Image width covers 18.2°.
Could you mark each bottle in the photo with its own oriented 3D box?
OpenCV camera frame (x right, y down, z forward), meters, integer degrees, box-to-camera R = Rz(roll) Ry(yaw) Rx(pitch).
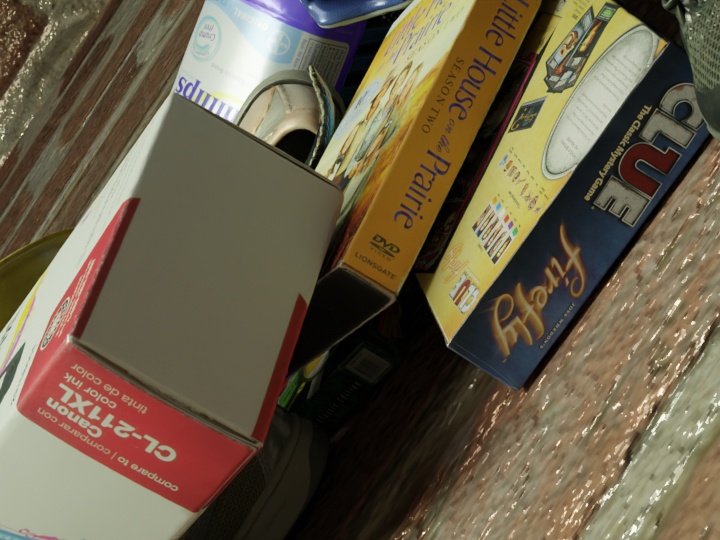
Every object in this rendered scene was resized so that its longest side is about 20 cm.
[{"bbox_3d":[-0.065,-0.064,1.160,0.084,0.065,0.200,32,106,35],"label":"bottle"}]

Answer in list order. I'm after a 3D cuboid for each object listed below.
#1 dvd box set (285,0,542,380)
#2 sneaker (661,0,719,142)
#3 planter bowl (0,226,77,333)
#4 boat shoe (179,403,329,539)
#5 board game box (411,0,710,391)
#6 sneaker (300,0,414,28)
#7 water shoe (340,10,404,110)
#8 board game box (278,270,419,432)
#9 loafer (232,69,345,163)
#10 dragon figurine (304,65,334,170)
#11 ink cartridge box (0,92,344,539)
[{"bbox_3d":[0.014,-0.052,0.954,0.200,0.029,0.146,-63,13,-27],"label":"dvd box set"},{"bbox_3d":[0.111,-0.118,0.759,0.076,0.114,0.199,-49,18,35],"label":"sneaker"},{"bbox_3d":[-0.176,0.078,1.115,0.200,0.083,0.200,-45,-9,-9],"label":"planter bowl"},{"bbox_3d":[-0.092,0.138,0.975,0.202,0.065,0.074,-54,14,11],"label":"boat shoe"},{"bbox_3d":[0.071,-0.045,0.889,0.136,0.035,0.200,-54,15,10],"label":"board game box"},{"bbox_3d":[0.043,-0.162,1.032,0.088,0.075,0.200,-39,3,-34],"label":"sneaker"},{"bbox_3d":[-0.009,-0.114,1.212,0.200,0.079,0.071,-61,14,-14],"label":"water shoe"},{"bbox_3d":[0.000,0.000,1.057,0.105,0.023,0.200,-44,19,37],"label":"board game box"},{"bbox_3d":[-0.062,-0.001,1.105,0.063,0.072,0.200,-99,29,-69],"label":"loafer"},{"bbox_3d":[-0.071,0.004,1.027,0.200,0.059,0.099,-54,-16,25],"label":"dragon figurine"},{"bbox_3d":[-0.102,0.052,0.889,0.200,0.083,0.146,-49,17,41],"label":"ink cartridge box"}]
